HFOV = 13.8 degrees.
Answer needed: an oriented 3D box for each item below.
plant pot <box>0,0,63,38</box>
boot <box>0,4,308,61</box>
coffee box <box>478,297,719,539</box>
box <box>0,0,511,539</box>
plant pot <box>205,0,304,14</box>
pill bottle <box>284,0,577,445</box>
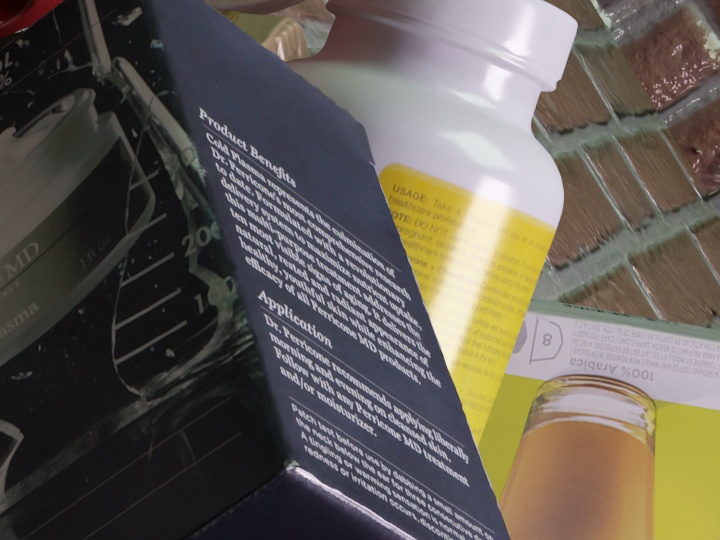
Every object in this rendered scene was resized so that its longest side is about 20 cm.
[{"bbox_3d":[-0.188,-0.143,0.937,0.200,0.182,0.200,54,15,-21],"label":"plant pot"},{"bbox_3d":[-0.117,-0.054,1.057,0.200,0.166,0.072,-39,122,-74],"label":"boot"},{"bbox_3d":[0.139,0.125,1.254,0.200,0.200,0.198,-10,110,-86],"label":"coffee box"},{"bbox_3d":[-0.081,0.056,0.835,0.124,0.200,0.197,37,24,-42],"label":"box"},{"bbox_3d":[-0.068,-0.215,1.536,0.200,0.200,0.174,60,-1,7],"label":"plant pot"},{"bbox_3d":[0.000,0.000,0.965,0.112,0.200,0.112,20,-1,0],"label":"pill bottle"}]
